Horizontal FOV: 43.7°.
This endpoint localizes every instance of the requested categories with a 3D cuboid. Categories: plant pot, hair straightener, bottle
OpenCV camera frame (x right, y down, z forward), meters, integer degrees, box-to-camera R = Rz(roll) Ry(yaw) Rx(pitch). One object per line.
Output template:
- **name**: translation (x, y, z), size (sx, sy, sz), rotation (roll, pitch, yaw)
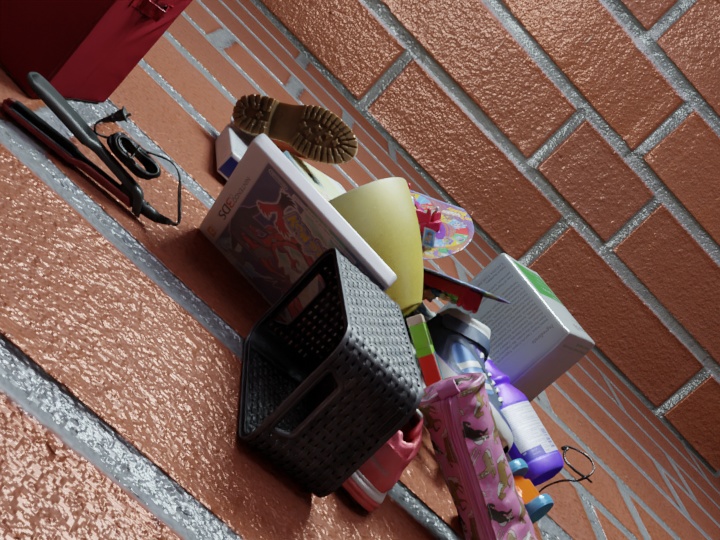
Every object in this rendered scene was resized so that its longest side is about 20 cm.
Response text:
- **plant pot**: translation (0.000, 0.000, 1.098), size (0.144, 0.198, 0.200), rotation (63, 16, 9)
- **hair straightener**: translation (-0.245, -0.120, 0.873), size (0.200, 0.077, 0.041), rotation (43, 11, -16)
- **bottle**: translation (0.212, 0.214, 1.301), size (0.082, 0.066, 0.202), rotation (-9, 57, -37)

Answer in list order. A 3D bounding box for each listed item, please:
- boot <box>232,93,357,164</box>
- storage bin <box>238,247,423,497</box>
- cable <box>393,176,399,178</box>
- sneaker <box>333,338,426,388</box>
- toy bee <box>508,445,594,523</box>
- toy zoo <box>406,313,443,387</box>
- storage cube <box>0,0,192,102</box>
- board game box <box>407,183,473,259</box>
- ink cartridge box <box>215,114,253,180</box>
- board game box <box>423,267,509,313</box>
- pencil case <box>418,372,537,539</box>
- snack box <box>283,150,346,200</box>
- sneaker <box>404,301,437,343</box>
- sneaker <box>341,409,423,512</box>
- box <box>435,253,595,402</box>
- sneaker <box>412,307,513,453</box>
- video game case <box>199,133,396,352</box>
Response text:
- **boot**: translation (-0.085, -0.202, 1.345), size (0.197, 0.076, 0.107), rotation (22, -6, 17)
- **storage bin**: translation (-0.031, 0.086, 0.813), size (0.094, 0.135, 0.201), rotation (40, 14, -20)
- **cable**: translation (0.042, -0.049, 1.390), size (0.201, 0.050, 0.165), rotation (-63, 146, -46)
- **sneaker**: translation (0.033, 0.124, 1.050), size (0.199, 0.078, 0.100), rotation (24, 29, -58)
- **toy bee**: translation (0.182, 0.281, 1.044), size (0.197, 0.110, 0.132), rotation (11, 37, -24)
- **toy zoo**: translation (0.097, 0.154, 1.097), size (0.131, 0.020, 0.203), rotation (38, 35, -82)
- **storage cube**: translation (-0.318, -0.308, 0.977), size (0.200, 0.180, 0.171), rotation (47, 13, 0)
- **board game box**: translation (0.066, -0.088, 1.261), size (0.197, 0.039, 0.158), rotation (22, 37, 20)
- **ink cartridge box**: translation (-0.133, -0.127, 1.335), size (0.199, 0.041, 0.201), rotation (43, 13, -22)
- **board game box**: translation (0.112, 0.030, 1.233), size (0.156, 0.040, 0.200), rotation (22, 0, -9)
- **pencil case**: translation (0.116, 0.203, 0.905), size (0.086, 0.082, 0.203), rotation (-15, -87, 62)
- **snack box**: translation (-0.049, -0.104, 1.366), size (0.117, 0.037, 0.199), rotation (52, 12, 22)
- **sneaker**: translation (0.072, 0.072, 1.322), size (0.199, 0.077, 0.087), rotation (40, 18, -26)
- **sneaker**: translation (0.034, 0.167, 0.892), size (0.074, 0.087, 0.200), rotation (46, 13, -2)
- **box**: translation (0.239, 0.111, 1.458), size (0.172, 0.200, 0.198), rotation (54, 15, 24)
- **sneaker**: translation (0.167, 0.141, 1.263), size (0.200, 0.081, 0.146), rotation (45, 52, 6)
- **video game case**: translation (-0.074, -0.021, 0.959), size (0.200, 0.182, 0.023), rotation (46, 51, 0)
